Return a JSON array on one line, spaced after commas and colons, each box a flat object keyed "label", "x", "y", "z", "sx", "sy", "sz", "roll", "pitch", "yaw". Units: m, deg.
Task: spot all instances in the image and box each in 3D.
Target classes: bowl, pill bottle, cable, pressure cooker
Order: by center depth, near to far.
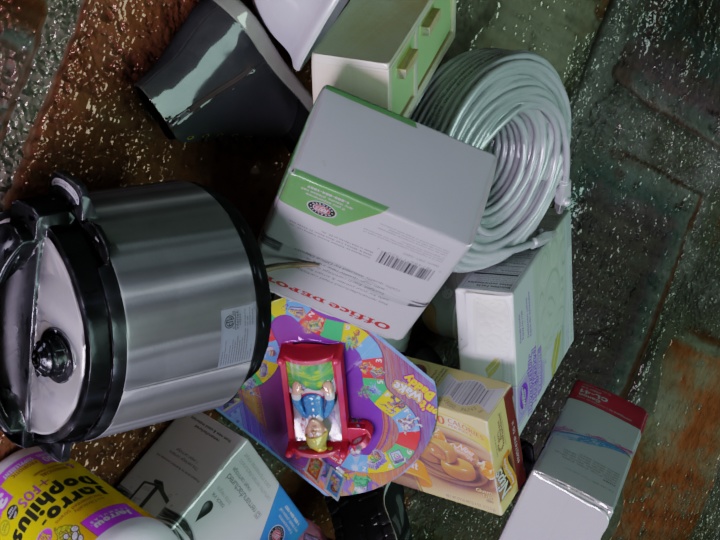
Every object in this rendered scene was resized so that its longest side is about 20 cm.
[{"label": "pressure cooker", "x": -0.184, "y": 0.027, "z": 1.092, "sx": 0.199, "sy": 0.178, "sz": 0.178, "roll": -12, "pitch": 76, "yaw": -41}, {"label": "pill bottle", "x": -0.200, "y": 0.216, "z": 1.156, "sx": 0.104, "sy": 0.199, "sz": 0.105, "roll": -24, "pitch": 126, "yaw": -39}, {"label": "bowl", "x": -0.027, "y": -0.259, "z": 1.167, "sx": 0.202, "sy": 0.090, "sz": 0.201, "roll": -55, "pitch": -176, "yaw": 6}, {"label": "cable", "x": 0.107, "y": -0.097, "z": 1.342, "sx": 0.199, "sy": 0.069, "sz": 0.202, "roll": -24, "pitch": 129, "yaw": -40}]

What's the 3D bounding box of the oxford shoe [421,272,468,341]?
[{"label": "oxford shoe", "x": 0.108, "y": -0.009, "z": 1.490, "sx": 0.201, "sy": 0.057, "sz": 0.076, "roll": -60, "pitch": 145, "yaw": -44}]

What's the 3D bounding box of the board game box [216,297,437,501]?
[{"label": "board game box", "x": -0.033, "y": 0.116, "z": 1.307, "sx": 0.199, "sy": 0.039, "sz": 0.158, "roll": 39, "pitch": 116, "yaw": -13}]

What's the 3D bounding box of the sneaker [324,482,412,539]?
[{"label": "sneaker", "x": 0.013, "y": 0.242, "z": 1.442, "sx": 0.201, "sy": 0.075, "sz": 0.088, "roll": -89, "pitch": 158, "yaw": -53}]

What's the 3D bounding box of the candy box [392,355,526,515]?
[{"label": "candy box", "x": 0.045, "y": 0.137, "z": 1.390, "sx": 0.055, "sy": 0.198, "sz": 0.116, "roll": -47, "pitch": 139, "yaw": -40}]

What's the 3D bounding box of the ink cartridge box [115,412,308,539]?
[{"label": "ink cartridge box", "x": -0.156, "y": 0.241, "z": 1.310, "sx": 0.200, "sy": 0.084, "sz": 0.147, "roll": -50, "pitch": 139, "yaw": -19}]

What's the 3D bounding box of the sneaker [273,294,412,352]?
[{"label": "sneaker", "x": 0.000, "y": 0.000, "z": 1.381, "sx": 0.199, "sy": 0.073, "sz": 0.117, "roll": 20, "pitch": 92, "yaw": -61}]

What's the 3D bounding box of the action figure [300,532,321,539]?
[{"label": "action figure", "x": -0.105, "y": 0.302, "z": 1.284, "sx": 0.199, "sy": 0.069, "sz": 0.131, "roll": -32, "pitch": 139, "yaw": -30}]

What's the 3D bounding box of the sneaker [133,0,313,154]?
[{"label": "sneaker", "x": -0.099, "y": -0.122, "z": 1.214, "sx": 0.106, "sy": 0.075, "sz": 0.200, "roll": -46, "pitch": 136, "yaw": -7}]

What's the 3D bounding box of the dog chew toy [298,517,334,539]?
[{"label": "dog chew toy", "x": -0.044, "y": 0.308, "z": 1.451, "sx": 0.125, "sy": 0.124, "sz": 0.201, "roll": -44, "pitch": 128, "yaw": -24}]

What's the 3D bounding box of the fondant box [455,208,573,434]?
[{"label": "fondant box", "x": 0.148, "y": 0.044, "z": 1.453, "sx": 0.200, "sy": 0.058, "sz": 0.146, "roll": -46, "pitch": 137, "yaw": -56}]

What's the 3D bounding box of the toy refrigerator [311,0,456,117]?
[{"label": "toy refrigerator", "x": 0.026, "y": -0.182, "z": 1.245, "sx": 0.201, "sy": 0.069, "sz": 0.077, "roll": -60, "pitch": 155, "yaw": -51}]

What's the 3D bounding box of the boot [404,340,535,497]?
[{"label": "boot", "x": 0.106, "y": 0.144, "z": 1.493, "sx": 0.070, "sy": 0.131, "sz": 0.200, "roll": -55, "pitch": 153, "yaw": -9}]

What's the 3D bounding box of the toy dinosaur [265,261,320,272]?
[{"label": "toy dinosaur", "x": -0.121, "y": 0.035, "z": 1.243, "sx": 0.105, "sy": 0.061, "sz": 0.200, "roll": -9, "pitch": 152, "yaw": -31}]

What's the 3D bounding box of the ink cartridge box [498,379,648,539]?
[{"label": "ink cartridge box", "x": 0.196, "y": 0.216, "z": 1.467, "sx": 0.200, "sy": 0.085, "sz": 0.149, "roll": -43, "pitch": 157, "yaw": -61}]

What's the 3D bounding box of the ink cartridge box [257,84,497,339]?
[{"label": "ink cartridge box", "x": 0.003, "y": -0.038, "z": 1.197, "sx": 0.200, "sy": 0.145, "sz": 0.085, "roll": 123, "pitch": -12, "yaw": -64}]
